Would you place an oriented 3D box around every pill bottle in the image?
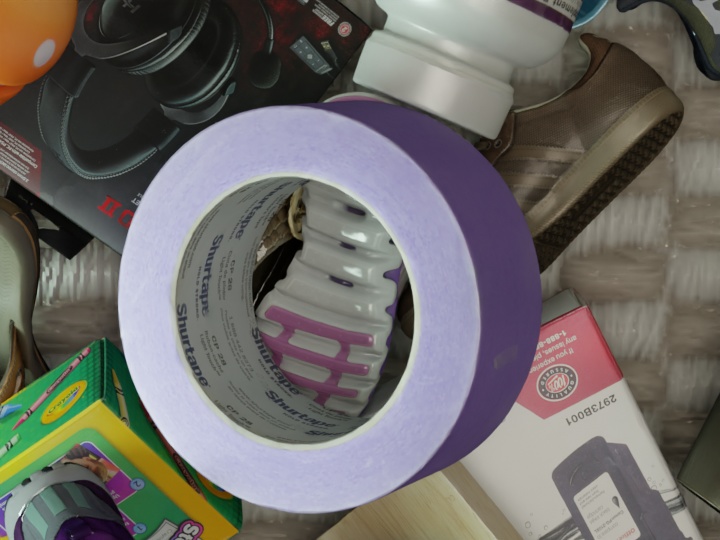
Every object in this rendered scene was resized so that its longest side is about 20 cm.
[{"bbox_3d":[0.071,-0.175,1.117,0.112,0.112,0.201,23,95,-4],"label":"pill bottle"}]

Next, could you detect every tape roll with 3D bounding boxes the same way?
[{"bbox_3d":[-0.016,0.016,1.075,0.199,0.085,0.201,3,97,26],"label":"tape roll"}]

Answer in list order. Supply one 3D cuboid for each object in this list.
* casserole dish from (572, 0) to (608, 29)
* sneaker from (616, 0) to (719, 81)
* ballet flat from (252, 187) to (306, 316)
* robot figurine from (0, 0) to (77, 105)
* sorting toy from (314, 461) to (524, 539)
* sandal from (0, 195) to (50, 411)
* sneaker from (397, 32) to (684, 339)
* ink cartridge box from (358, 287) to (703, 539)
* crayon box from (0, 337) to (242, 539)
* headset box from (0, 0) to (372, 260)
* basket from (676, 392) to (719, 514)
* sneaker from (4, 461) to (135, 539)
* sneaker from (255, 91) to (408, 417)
[{"bbox_3d":[0.102,-0.227,1.187,0.121,0.039,0.201,18,96,-4],"label":"casserole dish"},{"bbox_3d":[0.230,-0.131,1.191,0.200,0.074,0.081,34,100,3],"label":"sneaker"},{"bbox_3d":[-0.064,0.029,1.190,0.046,0.067,0.201,30,99,26],"label":"ballet flat"},{"bbox_3d":[-0.222,-0.119,1.055,0.199,0.144,0.117,-29,66,25],"label":"robot figurine"},{"bbox_3d":[0.030,0.230,1.151,0.200,0.070,0.199,50,127,4],"label":"sorting toy"},{"bbox_3d":[-0.205,0.050,1.166,0.081,0.055,0.201,11,126,7],"label":"sandal"},{"bbox_3d":[0.087,-0.046,1.201,0.200,0.070,0.076,-42,69,5],"label":"sneaker"},{"bbox_3d":[0.103,0.134,1.198,0.144,0.084,0.201,-27,96,2],"label":"ink cartridge box"},{"bbox_3d":[-0.177,0.139,1.162,0.200,0.058,0.119,-34,122,15],"label":"crayon box"},{"bbox_3d":[-0.116,-0.100,1.153,0.149,0.077,0.200,37,92,-25],"label":"headset box"},{"bbox_3d":[0.274,0.066,1.154,0.180,0.136,0.200,35,89,34],"label":"basket"},{"bbox_3d":[-0.116,0.195,1.099,0.074,0.088,0.200,-35,116,-10],"label":"sneaker"},{"bbox_3d":[0.000,0.000,1.164,0.080,0.088,0.201,22,106,21],"label":"sneaker"}]
